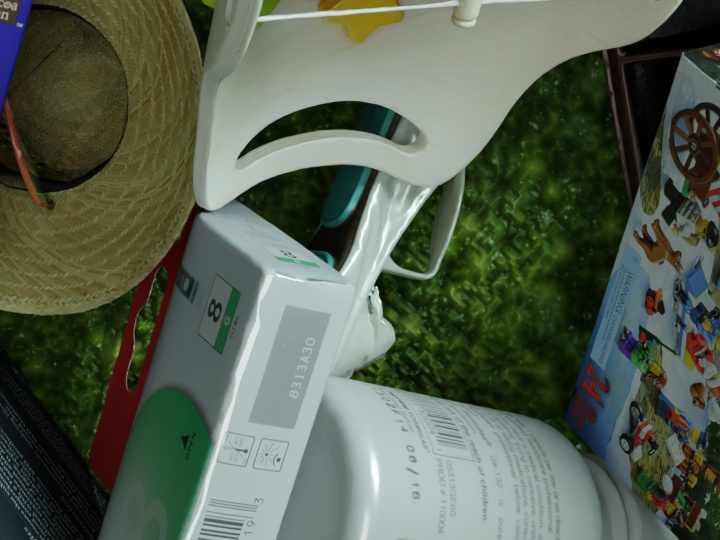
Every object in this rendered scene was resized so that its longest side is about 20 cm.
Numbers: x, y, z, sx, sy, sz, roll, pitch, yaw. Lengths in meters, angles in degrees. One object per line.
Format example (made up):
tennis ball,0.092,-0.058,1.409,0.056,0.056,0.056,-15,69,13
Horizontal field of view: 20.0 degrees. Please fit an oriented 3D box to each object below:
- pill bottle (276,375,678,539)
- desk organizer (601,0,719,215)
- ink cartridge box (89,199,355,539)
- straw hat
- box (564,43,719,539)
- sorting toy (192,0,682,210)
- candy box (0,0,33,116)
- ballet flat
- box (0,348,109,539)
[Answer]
pill bottle,0.041,0.116,0.904,0.200,0.114,0.115,14,103,-38
desk organizer,0.153,-0.069,0.923,0.072,0.077,0.200,-11,101,2
ink cartridge box,-0.084,0.047,0.884,0.050,0.200,0.161,11,102,-31
straw hat,-0.134,-0.080,0.917,0.201,0.085,0.201,5,102,25
box,0.160,0.027,0.832,0.038,0.137,0.200,-16,136,-31
sorting toy,0.007,-0.094,0.817,0.200,0.107,0.180,-8,139,-29
candy box,-0.233,-0.067,0.829,0.169,0.077,0.200,12,110,-19
ballet flat,0.000,0.000,0.926,0.069,0.069,0.200,30,80,-5
box,-0.226,0.150,0.906,0.200,0.197,0.124,-34,99,7
